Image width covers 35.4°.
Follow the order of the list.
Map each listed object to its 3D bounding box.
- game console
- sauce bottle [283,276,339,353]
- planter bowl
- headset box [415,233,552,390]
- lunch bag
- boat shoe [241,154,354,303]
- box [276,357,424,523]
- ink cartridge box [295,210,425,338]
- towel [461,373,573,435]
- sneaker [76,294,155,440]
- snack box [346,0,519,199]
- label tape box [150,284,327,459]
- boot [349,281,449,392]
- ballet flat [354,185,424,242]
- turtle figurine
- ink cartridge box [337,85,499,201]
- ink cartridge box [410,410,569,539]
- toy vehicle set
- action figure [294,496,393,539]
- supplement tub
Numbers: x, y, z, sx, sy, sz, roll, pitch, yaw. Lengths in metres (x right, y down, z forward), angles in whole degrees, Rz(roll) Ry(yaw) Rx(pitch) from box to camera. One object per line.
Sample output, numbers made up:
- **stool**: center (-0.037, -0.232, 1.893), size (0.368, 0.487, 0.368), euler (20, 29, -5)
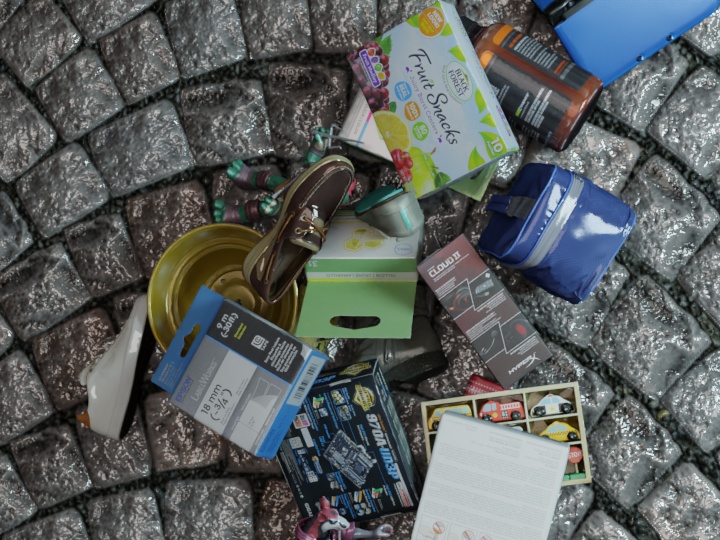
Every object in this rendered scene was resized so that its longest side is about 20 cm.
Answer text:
- **game console**: center (0.324, -0.364, 1.445), size (0.200, 0.118, 0.171), euler (-34, 51, 6)
- **sauce bottle**: center (-0.077, 0.102, 1.467), size (0.065, 0.065, 0.200), euler (22, 93, 10)
- **planter bowl**: center (-0.169, 0.041, 1.474), size (0.200, 0.083, 0.201), euler (-1, 87, 10)
- **headset box**: center (0.147, 0.043, 1.387), size (0.075, 0.149, 0.200), euler (-37, 82, 5)
- **lunch bag**: center (0.222, -0.055, 1.361), size (0.132, 0.200, 0.136), euler (32, 91, -9)
- **boat shoe**: center (-0.066, -0.046, 1.363), size (0.200, 0.072, 0.072), euler (-51, 44, 13)
- **box**: center (-0.023, 0.222, 1.414), size (0.159, 0.046, 0.200), euler (-16, 108, 16)
- **ink cartridge box**: center (0.000, 0.000, 1.403), size (0.145, 0.200, 0.048), euler (0, 128, 9)
- **towel**: center (0.172, 0.249, 1.438), size (0.144, 0.022, 0.200), euler (21, 89, 12)
- **sneaker**: center (-0.329, 0.120, 1.501), size (0.085, 0.073, 0.200), euler (18, 92, 7)
- **snack box**: center (0.088, -0.205, 1.378), size (0.142, 0.053, 0.200), euler (-26, 85, 25)
- **label tape box**: center (-0.162, 0.117, 1.372), size (0.200, 0.063, 0.144), euler (28, 89, 21)
- **boot**: center (0.009, 0.099, 1.462), size (0.200, 0.068, 0.131), euler (-23, 71, 9)
- **ballet flat**: center (0.035, -0.065, 1.378), size (0.067, 0.200, 0.064), euler (-29, 97, -3)
- **turtle figurine**: center (-0.086, -0.104, 1.437), size (0.200, 0.150, 0.101), euler (-5, 127, 31)
- **ink cartridge box**: center (0.083, -0.175, 1.454), size (0.200, 0.059, 0.104), euler (24, 91, 10)
- **ink cartridge box**: center (0.154, 0.288, 1.378), size (0.160, 0.047, 0.200), euler (14, 91, 12)
- **toy vehicle set**: center (0.182, 0.214, 1.414), size (0.200, 0.027, 0.124), euler (-9, 83, 11)
- **action figure**: center (-0.052, 0.364, 1.416), size (0.149, 0.134, 0.200), euler (16, 117, 33)
- **supplement tub**: center (0.195, -0.241, 1.415), size (0.200, 0.107, 0.107), euler (33, 93, 9)
